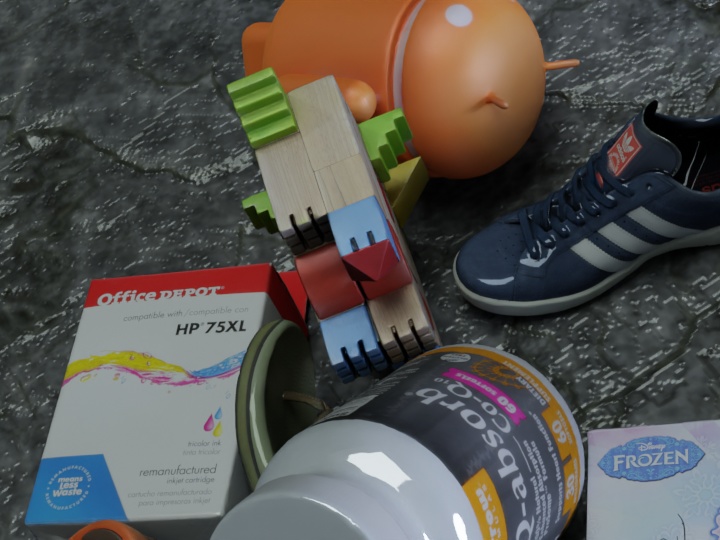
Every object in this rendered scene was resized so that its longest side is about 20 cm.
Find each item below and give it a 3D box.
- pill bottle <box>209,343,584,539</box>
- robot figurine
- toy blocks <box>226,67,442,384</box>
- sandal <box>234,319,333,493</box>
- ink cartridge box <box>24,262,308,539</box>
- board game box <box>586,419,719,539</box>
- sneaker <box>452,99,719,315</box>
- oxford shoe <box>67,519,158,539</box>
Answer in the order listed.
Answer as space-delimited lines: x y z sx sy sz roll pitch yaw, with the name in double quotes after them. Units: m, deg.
0.019 0.112 0.779 0.115 0.117 0.200 5 15 25 "pill bottle"
0.024 -0.114 1.009 0.199 0.144 0.118 8 73 38 "robot figurine"
0.000 0.000 0.899 0.099 0.200 0.138 -21 60 4 "toy blocks"
-0.020 0.118 0.880 0.057 0.080 0.202 -18 58 14 "sandal"
-0.099 0.066 0.956 0.115 0.067 0.201 -5 51 18 "ink cartridge box"
0.200 0.158 0.779 0.198 0.043 0.200 -6 52 18 "board game box"
0.138 -0.043 0.936 0.199 0.085 0.075 -21 48 5 "sneaker"
-0.158 0.214 0.869 0.200 0.073 0.071 -46 54 8 "oxford shoe"
